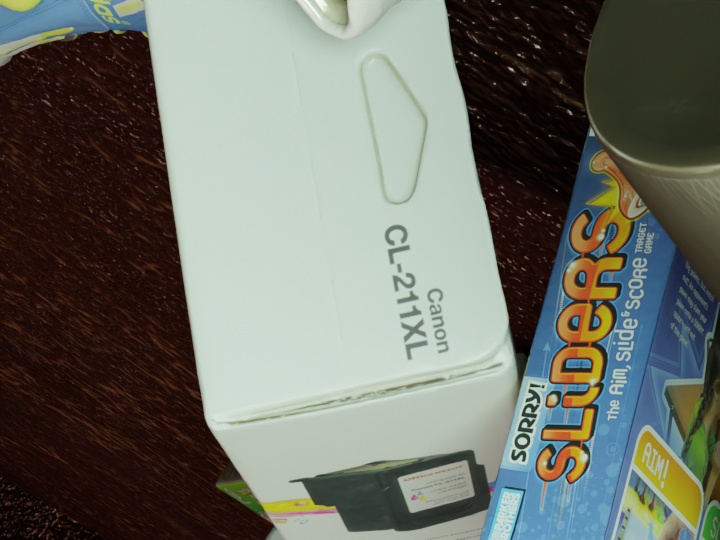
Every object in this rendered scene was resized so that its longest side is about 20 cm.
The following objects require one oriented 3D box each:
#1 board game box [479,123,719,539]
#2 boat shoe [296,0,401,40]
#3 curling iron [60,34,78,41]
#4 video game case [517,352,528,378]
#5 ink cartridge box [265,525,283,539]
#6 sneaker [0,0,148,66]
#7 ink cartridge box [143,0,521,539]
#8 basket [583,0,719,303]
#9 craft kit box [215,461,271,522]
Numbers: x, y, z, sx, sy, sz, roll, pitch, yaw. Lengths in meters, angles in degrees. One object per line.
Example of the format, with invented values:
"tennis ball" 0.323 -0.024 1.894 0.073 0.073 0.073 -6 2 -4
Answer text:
"board game box" 0.102 0.053 0.622 0.034 0.136 0.200 5 156 30
"boat shoe" -0.036 -0.125 0.483 0.071 0.070 0.200 21 161 47
"curling iron" -0.136 -0.135 0.773 0.049 0.026 0.200 26 165 14
"video game case" 0.108 0.139 0.879 0.183 0.023 0.200 54 -167 -11
"ink cartridge box" 0.001 0.163 1.132 0.084 0.201 0.145 29 167 16
"sneaker" -0.092 -0.091 0.696 0.105 0.076 0.200 30 159 -3
"ink cartridge box" 0.000 0.000 0.654 0.082 0.147 0.200 -12 158 4
"basket" 0.143 0.003 0.400 0.200 0.136 0.180 43 158 -24
"craft kit box" 0.001 0.190 1.573 0.197 0.049 0.200 33 167 -9
